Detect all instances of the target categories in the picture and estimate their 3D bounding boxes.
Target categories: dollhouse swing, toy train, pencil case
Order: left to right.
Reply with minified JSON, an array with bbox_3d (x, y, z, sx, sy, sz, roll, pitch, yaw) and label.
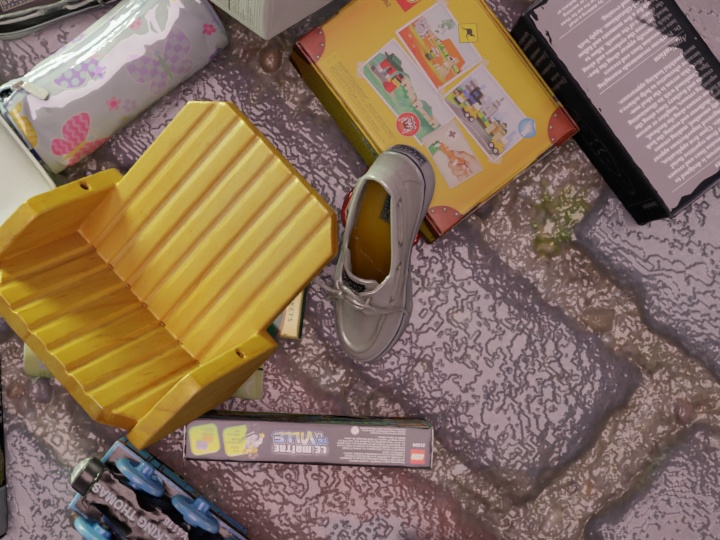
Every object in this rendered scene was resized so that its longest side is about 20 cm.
[{"bbox_3d":[-0.205,-0.169,1.429,0.199,0.083,0.091,-36,127,-3],"label":"pencil case"},{"bbox_3d":[-0.148,-0.011,1.328,0.200,0.182,0.176,47,121,9],"label":"dollhouse swing"},{"bbox_3d":[-0.148,0.217,1.408,0.199,0.114,0.087,36,92,0],"label":"toy train"}]

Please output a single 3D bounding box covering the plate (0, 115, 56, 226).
[{"bbox_3d":[-0.361,-0.084,1.420,0.199,0.032,0.201,-38,86,22],"label":"plate"}]

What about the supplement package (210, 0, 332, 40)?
[{"bbox_3d":[-0.072,-0.320,1.336,0.200,0.148,0.191,37,53,24],"label":"supplement package"}]

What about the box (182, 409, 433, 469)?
[{"bbox_3d":[-0.042,0.137,1.415,0.198,0.110,0.035,2,89,-2],"label":"box"}]

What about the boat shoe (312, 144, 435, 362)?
[{"bbox_3d":[0.004,0.002,1.386,0.074,0.086,0.203,30,128,19],"label":"boat shoe"}]

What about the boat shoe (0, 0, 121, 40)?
[{"bbox_3d":[-0.235,-0.253,1.439,0.198,0.068,0.074,-19,90,-2],"label":"boat shoe"}]

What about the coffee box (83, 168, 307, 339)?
[{"bbox_3d":[-0.139,-0.014,1.448,0.198,0.044,0.124,9,89,-1],"label":"coffee box"}]

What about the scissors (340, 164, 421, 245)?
[{"bbox_3d":[0.026,-0.119,1.472,0.073,0.014,0.202,5,87,-2],"label":"scissors"}]

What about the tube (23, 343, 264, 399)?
[{"bbox_3d":[-0.178,0.072,1.443,0.198,0.058,0.052,5,84,0],"label":"tube"}]

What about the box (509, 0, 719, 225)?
[{"bbox_3d":[0.221,-0.148,1.407,0.107,0.148,0.201,-36,90,-2],"label":"box"}]

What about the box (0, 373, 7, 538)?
[{"bbox_3d":[-0.398,0.150,1.438,0.198,0.046,0.160,-3,89,-1],"label":"box"}]

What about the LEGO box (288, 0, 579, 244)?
[{"bbox_3d":[0.059,-0.147,1.431,0.149,0.077,0.200,-37,91,-8],"label":"LEGO box"}]
